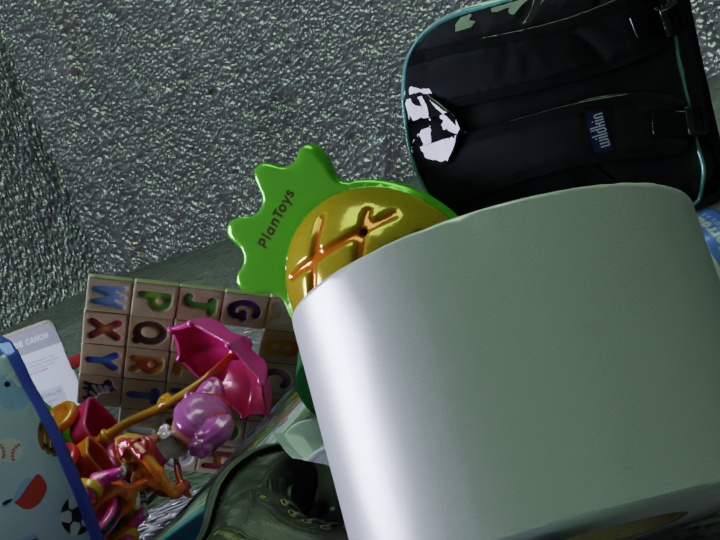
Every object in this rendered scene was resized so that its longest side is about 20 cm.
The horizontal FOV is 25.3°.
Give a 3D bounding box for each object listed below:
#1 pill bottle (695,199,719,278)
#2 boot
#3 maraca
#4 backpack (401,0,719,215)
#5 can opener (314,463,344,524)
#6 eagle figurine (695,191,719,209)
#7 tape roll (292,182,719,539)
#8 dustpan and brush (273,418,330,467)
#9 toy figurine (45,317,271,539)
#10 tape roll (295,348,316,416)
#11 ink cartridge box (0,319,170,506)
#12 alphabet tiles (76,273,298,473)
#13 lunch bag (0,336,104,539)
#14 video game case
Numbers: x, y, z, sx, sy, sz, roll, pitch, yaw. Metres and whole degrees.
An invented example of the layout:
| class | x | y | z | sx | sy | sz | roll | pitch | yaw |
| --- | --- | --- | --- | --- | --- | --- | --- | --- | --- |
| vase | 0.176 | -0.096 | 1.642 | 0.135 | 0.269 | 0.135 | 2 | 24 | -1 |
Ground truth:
| class | x | y | z | sx | sy | sz | roll | pitch | yaw |
| --- | --- | --- | --- | --- | --- | --- | --- | --- | --- |
| pill bottle | 0.250 | 0.006 | 1.022 | 0.200 | 0.114 | 0.114 | -23 | 8 | -11 |
| boot | -0.017 | 0.157 | 0.892 | 0.174 | 0.069 | 0.200 | -10 | 22 | 30 |
| maraca | 0.000 | 0.000 | 1.076 | 0.137 | 0.200 | 0.107 | -61 | -17 | 12 |
| backpack | 0.135 | -0.110 | 1.087 | 0.200 | 0.176 | 0.153 | -13 | 5 | 17 |
| can opener | 0.004 | 0.131 | 1.078 | 0.053 | 0.067 | 0.200 | -42 | 17 | 11 |
| eagle figurine | 0.232 | -0.035 | 1.285 | 0.200 | 0.152 | 0.151 | -21 | -38 | -57 |
| tape roll | 0.081 | 0.062 | 0.750 | 0.202 | 0.139 | 0.203 | -14 | -17 | -4 |
| dustpan and brush | 0.058 | 0.104 | 0.924 | 0.200 | 0.057 | 0.140 | 18 | -2 | -8 |
| toy figurine | -0.148 | 0.116 | 1.154 | 0.184 | 0.150 | 0.200 | -34 | 28 | 9 |
| tape roll | 0.063 | 0.057 | 0.962 | 0.200 | 0.048 | 0.200 | 5 | -29 | 3 |
| ink cartridge box | -0.292 | 0.139 | 1.365 | 0.200 | 0.176 | 0.084 | -18 | 8 | 18 |
| alphabet tiles | -0.134 | 0.086 | 1.238 | 0.167 | 0.200 | 0.008 | 6 | 40 | -8 |
| lunch bag | -0.254 | 0.159 | 0.974 | 0.170 | 0.200 | 0.124 | -26 | 17 | -26 |
| video game case | -0.066 | 0.123 | 1.121 | 0.143 | 0.018 | 0.200 | -39 | 6 | 48 |
